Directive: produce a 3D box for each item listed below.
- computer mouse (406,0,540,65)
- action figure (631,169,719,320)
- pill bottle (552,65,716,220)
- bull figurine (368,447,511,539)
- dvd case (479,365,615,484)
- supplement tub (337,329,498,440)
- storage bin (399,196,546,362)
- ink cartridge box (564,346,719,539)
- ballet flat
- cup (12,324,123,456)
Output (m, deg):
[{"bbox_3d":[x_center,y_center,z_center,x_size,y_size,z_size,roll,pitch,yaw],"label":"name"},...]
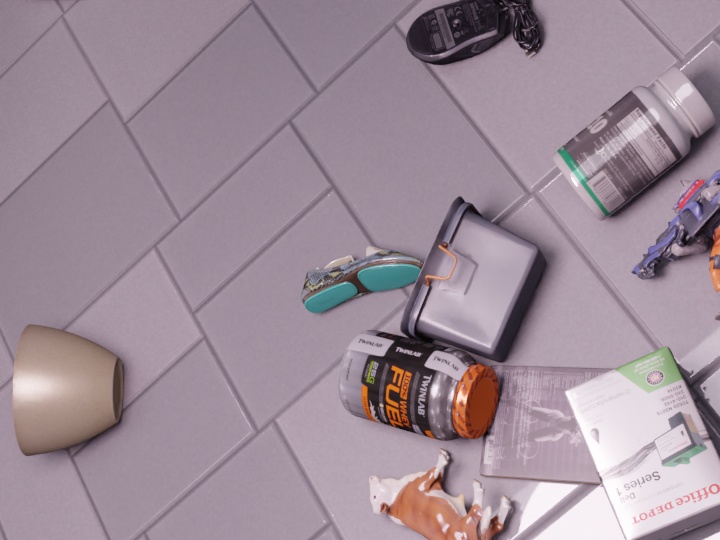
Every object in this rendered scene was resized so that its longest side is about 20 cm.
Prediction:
[{"bbox_3d":[0.167,-0.356,1.818,0.197,0.053,0.141,-15,68,11],"label":"computer mouse"},{"bbox_3d":[0.448,-0.030,1.551,0.200,0.103,0.196,-47,47,36],"label":"action figure"},{"bbox_3d":[0.362,-0.169,1.611,0.199,0.113,0.114,-39,60,11],"label":"pill bottle"},{"bbox_3d":[0.102,0.310,1.615,0.199,0.065,0.123,33,93,31],"label":"bull figurine"},{"bbox_3d":[0.256,0.201,1.600,0.197,0.016,0.151,-1,72,28],"label":"dvd case"},{"bbox_3d":[0.078,0.157,1.643,0.197,0.122,0.124,10,78,33],"label":"supplement tub"},{"bbox_3d":[0.158,0.020,1.650,0.133,0.145,0.203,22,84,21],"label":"storage bin"},{"bbox_3d":[0.355,0.219,1.488,0.144,0.084,0.202,-25,65,9],"label":"ink cartridge box"},{"bbox_3d":[0.000,0.000,1.777,0.197,0.074,0.075,-17,66,19],"label":"ballet flat"},{"bbox_3d":[-0.447,0.186,1.896,0.141,0.201,0.204,0,71,-2],"label":"cup"}]
